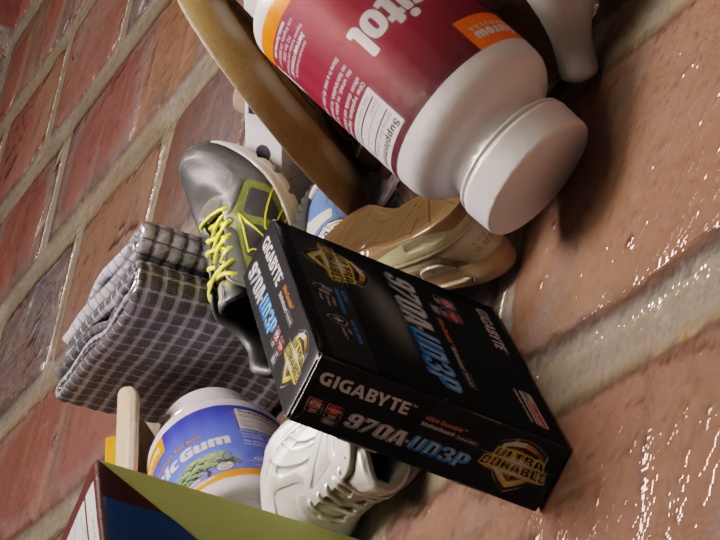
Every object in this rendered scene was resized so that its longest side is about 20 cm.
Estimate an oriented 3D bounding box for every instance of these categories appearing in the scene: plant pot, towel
[{"bbox_3d":[-0.053,-0.120,1.670,0.027,0.200,0.200,-39,23,6],"label":"plant pot"},{"bbox_3d":[-0.132,0.058,1.881,0.200,0.165,0.086,129,148,-49],"label":"towel"}]

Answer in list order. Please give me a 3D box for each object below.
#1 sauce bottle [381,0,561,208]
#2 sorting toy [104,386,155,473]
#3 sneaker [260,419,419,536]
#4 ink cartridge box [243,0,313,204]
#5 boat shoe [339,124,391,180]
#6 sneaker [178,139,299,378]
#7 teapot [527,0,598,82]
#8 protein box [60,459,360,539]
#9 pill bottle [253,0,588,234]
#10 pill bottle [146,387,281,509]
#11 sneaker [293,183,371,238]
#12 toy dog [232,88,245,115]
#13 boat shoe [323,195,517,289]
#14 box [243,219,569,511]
[{"bbox_3d":[0.067,-0.085,1.586,0.066,0.066,0.200,-91,25,-48],"label":"sauce bottle"},{"bbox_3d":[-0.159,0.213,1.829,0.200,0.036,0.186,72,-167,-54],"label":"sorting toy"},{"bbox_3d":[-0.007,0.123,1.579,0.100,0.078,0.201,-105,36,-55],"label":"sneaker"},{"bbox_3d":[-0.047,-0.130,1.823,0.099,0.039,0.201,-28,-58,-57],"label":"ink cartridge box"},{"bbox_3d":[0.009,-0.118,1.701,0.200,0.070,0.071,-74,10,-73],"label":"boat shoe"},{"bbox_3d":[-0.079,-0.009,1.764,0.200,0.084,0.075,56,133,17],"label":"sneaker"},{"bbox_3d":[0.106,-0.253,1.501,0.200,0.197,0.146,-53,-24,-12],"label":"teapot"},{"bbox_3d":[-0.107,0.260,1.531,0.135,0.198,0.201,-108,40,-63],"label":"protein box"},{"bbox_3d":[0.038,-0.117,1.478,0.113,0.200,0.113,-39,-22,-20],"label":"pill bottle"},{"bbox_3d":[-0.094,0.158,1.745,0.200,0.112,0.113,-120,51,-67],"label":"pill bottle"},{"bbox_3d":[0.000,0.000,1.715,0.077,0.076,0.201,-39,35,30],"label":"sneaker"},{"bbox_3d":[-0.020,-0.189,1.914,0.200,0.132,0.096,-48,-4,36],"label":"toy dog"},{"bbox_3d":[0.023,-0.001,1.580,0.200,0.065,0.071,-16,33,57],"label":"boat shoe"},{"bbox_3d":[0.021,0.052,1.420,0.046,0.158,0.200,-63,18,16],"label":"box"}]
